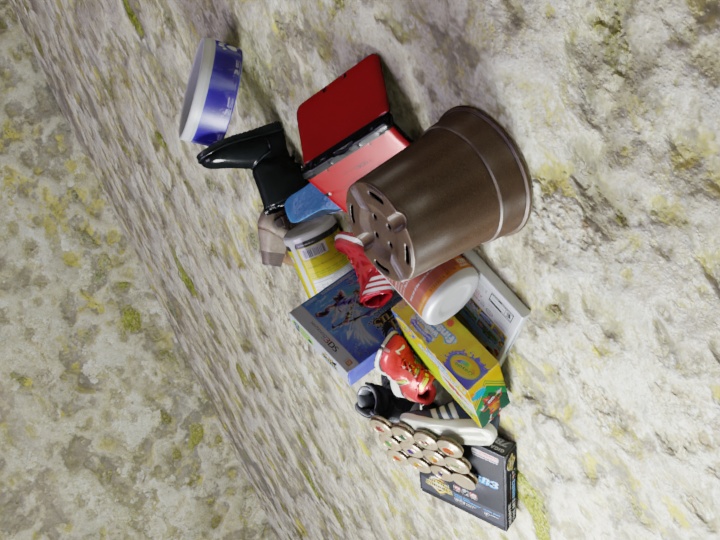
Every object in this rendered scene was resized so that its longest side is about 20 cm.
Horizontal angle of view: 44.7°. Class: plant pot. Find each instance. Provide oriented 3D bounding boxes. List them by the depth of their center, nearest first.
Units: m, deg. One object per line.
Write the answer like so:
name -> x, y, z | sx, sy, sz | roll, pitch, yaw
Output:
plant pot -> 0.098, -0.096, 1.212 | 0.200, 0.197, 0.202 | 44, 151, 32

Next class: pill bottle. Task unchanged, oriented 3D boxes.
pill bottle -> 0.083, -0.022, 1.371 | 0.200, 0.111, 0.113 | 48, 153, 24
pill bottle -> -0.066, 0.002, 1.738 | 0.114, 0.114, 0.202 | 7, 123, 60

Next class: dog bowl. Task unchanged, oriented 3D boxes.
dog bowl -> -0.293, -0.345, 1.706 | 0.200, 0.078, 0.203 | -167, 90, -72

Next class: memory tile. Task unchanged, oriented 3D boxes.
memory tile -> 0.115, 0.335, 1.611 | 0.198, 0.017, 0.154 | 11, 143, 35

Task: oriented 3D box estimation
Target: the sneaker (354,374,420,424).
sneaker -> 0.044, 0.238, 1.724 | 0.200, 0.112, 0.076 | -112, 43, -63

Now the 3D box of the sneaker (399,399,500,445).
sneaker -> 0.164, 0.260, 1.566 | 0.198, 0.085, 0.075 | -1, 136, 36

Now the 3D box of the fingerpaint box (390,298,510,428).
fingerpaint box -> 0.153, 0.142, 1.460 | 0.200, 0.073, 0.167 | 47, 171, 33

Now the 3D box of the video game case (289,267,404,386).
video game case -> 0.001, 0.087, 1.594 | 0.181, 0.199, 0.046 | 42, 156, 34

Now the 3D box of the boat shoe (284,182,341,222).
boat shoe -> -0.050, -0.141, 1.529 | 0.198, 0.068, 0.085 | -11, 94, 41

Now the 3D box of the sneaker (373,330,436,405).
sneaker -> 0.087, 0.173, 1.525 | 0.084, 0.077, 0.200 | 22, 160, 33

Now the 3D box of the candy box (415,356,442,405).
candy box -> 0.080, 0.141, 1.673 | 0.200, 0.061, 0.137 | 45, 151, 29

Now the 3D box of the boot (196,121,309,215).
boot -> -0.200, -0.186, 1.698 | 0.164, 0.196, 0.073 | 66, 157, 1

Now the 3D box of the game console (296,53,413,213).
game console -> 0.004, -0.210, 1.398 | 0.172, 0.120, 0.199 | 39, 138, -27

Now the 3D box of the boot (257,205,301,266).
boot -> -0.137, -0.081, 1.806 | 0.070, 0.199, 0.148 | 11, 95, 32

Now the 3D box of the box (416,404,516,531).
box -> 0.198, 0.370, 1.644 | 0.198, 0.050, 0.201 | 20, 133, 33

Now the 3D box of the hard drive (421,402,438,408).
hard drive -> 0.182, 0.372, 1.764 | 0.139, 0.033, 0.202 | 39, 148, 39

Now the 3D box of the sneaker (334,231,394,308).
sneaker -> 0.000, 0.000, 1.589 | 0.078, 0.117, 0.199 | 21, 177, -32

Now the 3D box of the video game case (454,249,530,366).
video game case -> 0.180, 0.046, 1.423 | 0.200, 0.023, 0.183 | 49, 153, 21
